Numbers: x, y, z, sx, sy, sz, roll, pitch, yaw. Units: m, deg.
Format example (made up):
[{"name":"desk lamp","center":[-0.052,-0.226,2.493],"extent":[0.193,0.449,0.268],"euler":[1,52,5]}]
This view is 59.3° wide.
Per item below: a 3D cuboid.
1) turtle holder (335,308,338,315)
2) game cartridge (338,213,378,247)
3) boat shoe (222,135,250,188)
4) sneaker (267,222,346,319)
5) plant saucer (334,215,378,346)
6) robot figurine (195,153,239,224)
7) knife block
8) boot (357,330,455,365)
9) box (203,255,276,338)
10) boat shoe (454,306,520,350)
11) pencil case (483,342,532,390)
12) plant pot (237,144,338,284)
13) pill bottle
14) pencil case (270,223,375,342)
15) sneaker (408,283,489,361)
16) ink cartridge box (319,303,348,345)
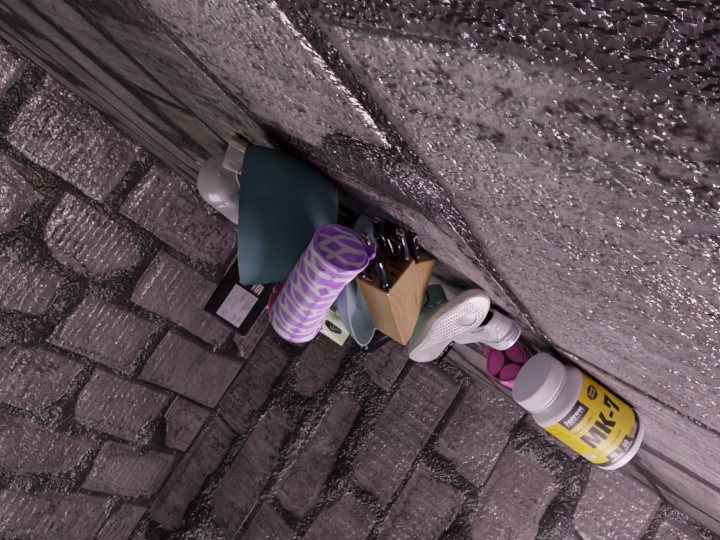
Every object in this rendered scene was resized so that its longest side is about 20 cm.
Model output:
[{"name":"turtle holder","center":[0.036,0.023,1.221],"extent":[0.130,0.187,0.141],"euler":[19,-153,6]},{"name":"game cartridge","center":[0.000,0.000,1.118],"extent":[0.200,0.133,0.041],"euler":[41,-157,-10]},{"name":"boat shoe","center":[-0.197,-0.170,1.155],"extent":[0.070,0.070,0.200],"euler":[30,174,24]},{"name":"sneaker","center":[-0.080,0.016,1.028],"extent":[0.073,0.201,0.088],"euler":[30,151,7]},{"name":"plant saucer","center":[-0.008,0.015,0.990],"extent":[0.038,0.204,0.201],"euler":[1,164,16]},{"name":"robot figurine","center":[-0.268,-0.172,1.342],"extent":[0.168,0.114,0.200],"euler":[12,165,27]},{"name":"knife block","center":[0.033,0.023,0.931],"extent":[0.064,0.202,0.175],"euler":[28,-158,30]},{"name":"boot","center":[0.108,0.130,1.310],"extent":[0.162,0.199,0.073],"euler":[39,179,17]},{"name":"box","center":[-0.178,-0.003,1.114],"extent":[0.086,0.201,0.164],"euler":[34,-177,-11]},{"name":"boat shoe","center":[0.191,0.082,1.073],"extent":[0.065,0.074,0.199],"euler":[41,163,-17]},{"name":"pencil case","center":[0.310,0.195,1.183],"extent":[0.093,0.092,0.200],"euler":[16,165,46]},{"name":"plant pot","center":[-0.101,-0.077,0.925],"extent":[0.133,0.203,0.200],"euler":[3,176,-4]},{"name":"pill bottle","center":[0.358,0.231,1.053],"extent":[0.199,0.115,0.114],"euler":[35,175,-9]},{"name":"pencil case","center":[-0.058,0.024,0.864],"extent":[0.084,0.085,0.200],"euler":[15,141,-18]},{"name":"sneaker","center":[0.135,0.055,1.041],"extent":[0.073,0.119,0.201],"euler":[16,142,-22]},{"name":"ink cartridge box","center":[-0.002,0.069,1.360],"extent":[0.104,0.201,0.059],"euler":[38,176,-39]}]
